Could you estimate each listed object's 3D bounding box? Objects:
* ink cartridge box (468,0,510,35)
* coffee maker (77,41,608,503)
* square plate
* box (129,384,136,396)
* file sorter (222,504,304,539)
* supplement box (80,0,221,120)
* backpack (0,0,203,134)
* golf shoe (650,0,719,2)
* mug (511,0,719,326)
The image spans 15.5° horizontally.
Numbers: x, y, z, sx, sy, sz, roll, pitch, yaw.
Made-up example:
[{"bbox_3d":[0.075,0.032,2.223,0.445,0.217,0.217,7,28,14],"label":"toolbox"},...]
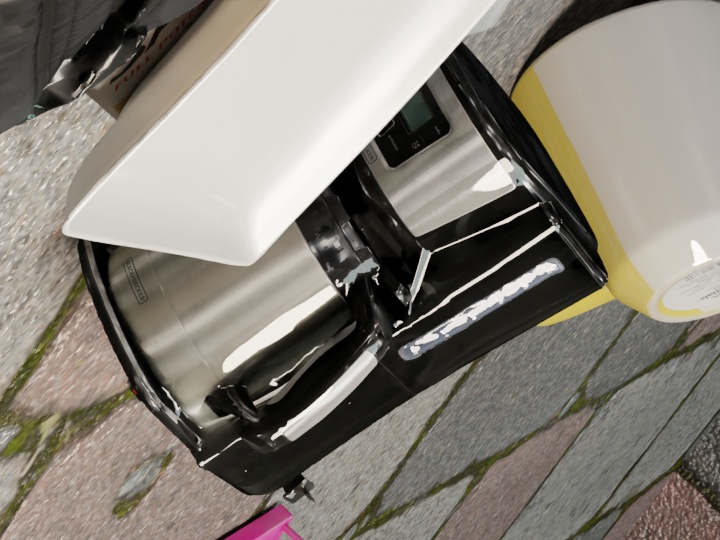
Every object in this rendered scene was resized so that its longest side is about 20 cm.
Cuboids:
[{"bbox_3d":[0.028,-0.151,1.182,0.109,0.050,0.200,-56,164,27],"label":"ink cartridge box"},{"bbox_3d":[0.000,0.000,1.200,0.200,0.135,0.192,-31,165,8],"label":"coffee maker"},{"bbox_3d":[-0.015,-0.085,0.973,0.198,0.028,0.200,-47,165,9],"label":"square plate"},{"bbox_3d":[-0.032,-0.018,1.361,0.200,0.038,0.137,-41,163,-27],"label":"box"},{"bbox_3d":[-0.092,0.273,1.740,0.200,0.125,0.139,-27,153,-54],"label":"file sorter"},{"bbox_3d":[-0.068,-0.121,0.936,0.126,0.074,0.200,-48,165,-1],"label":"supplement box"},{"bbox_3d":[-0.103,-0.127,0.729,0.167,0.127,0.200,-30,160,-20],"label":"backpack"},{"bbox_3d":[0.243,-0.188,1.607,0.078,0.097,0.200,-32,156,-44],"label":"golf shoe"},{"bbox_3d":[0.175,-0.046,1.564,0.149,0.153,0.187,-6,152,-27],"label":"mug"}]
